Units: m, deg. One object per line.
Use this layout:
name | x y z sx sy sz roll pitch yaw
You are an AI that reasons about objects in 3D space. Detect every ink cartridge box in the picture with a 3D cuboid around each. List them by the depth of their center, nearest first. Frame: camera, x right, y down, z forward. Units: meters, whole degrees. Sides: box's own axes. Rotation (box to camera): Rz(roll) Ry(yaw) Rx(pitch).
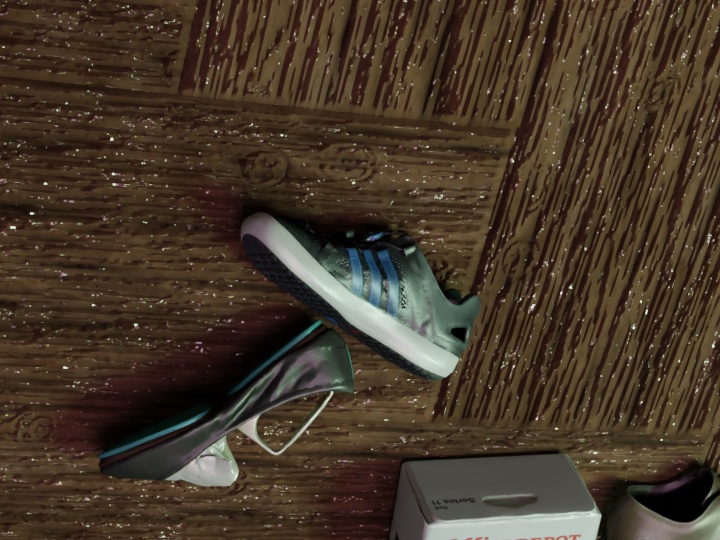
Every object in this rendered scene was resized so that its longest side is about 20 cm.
ink cartridge box | 0.095 0.247 1.600 0.145 0.083 0.201 -1 122 -17

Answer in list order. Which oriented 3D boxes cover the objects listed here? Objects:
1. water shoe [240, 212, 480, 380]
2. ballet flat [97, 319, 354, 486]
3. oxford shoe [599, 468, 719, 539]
water shoe | 0.000 0.000 1.438 0.200 0.071 0.079 37 77 -31
ballet flat | -0.091 0.112 1.458 0.199 0.068 0.069 -31 92 3
oxford shoe | 0.295 0.204 1.644 0.198 0.073 0.085 2 119 -19
